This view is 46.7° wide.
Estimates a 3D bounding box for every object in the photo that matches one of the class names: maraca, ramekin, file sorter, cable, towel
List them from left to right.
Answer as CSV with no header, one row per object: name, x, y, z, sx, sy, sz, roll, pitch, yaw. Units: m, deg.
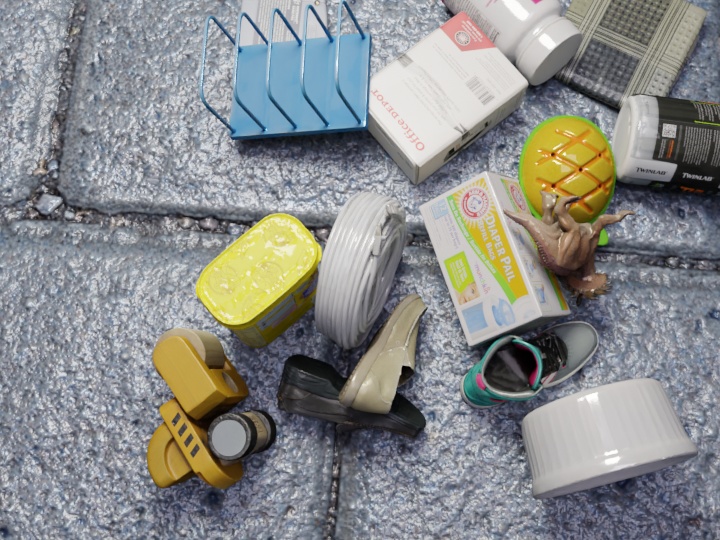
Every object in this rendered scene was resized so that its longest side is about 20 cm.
file sorter,-0.098,-0.266,1.104,0.199,0.123,0.139,-1,76,16
cable,0.000,0.000,1.059,0.069,0.200,0.201,19,99,10
maraca,0.282,-0.110,1.133,0.136,0.107,0.201,-1,92,-3
ramekin,0.292,0.204,1.011,0.200,0.201,0.098,-13,69,-3
towel,0.387,-0.336,1.228,0.192,0.035,0.201,28,80,10

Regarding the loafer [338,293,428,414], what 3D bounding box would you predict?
loafer,0.041,0.111,1.070,0.068,0.076,0.200,35,51,1

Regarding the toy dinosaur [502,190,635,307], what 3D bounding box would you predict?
toy dinosaur,0.260,-0.023,1.046,0.199,0.086,0.136,9,96,-38

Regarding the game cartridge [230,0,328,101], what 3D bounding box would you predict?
game cartridge,-0.114,-0.336,1.226,0.133,0.042,0.201,6,76,-2

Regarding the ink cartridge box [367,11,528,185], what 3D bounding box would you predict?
ink cartridge box,0.110,-0.241,1.175,0.200,0.083,0.147,-37,78,-8

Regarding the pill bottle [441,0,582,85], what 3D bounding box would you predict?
pill bottle,0.212,-0.366,1.183,0.113,0.113,0.200,-38,75,-8

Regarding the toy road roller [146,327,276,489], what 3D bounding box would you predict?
toy road roller,-0.214,0.185,1.057,0.146,0.123,0.200,-35,79,4

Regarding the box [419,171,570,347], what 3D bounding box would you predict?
box,0.174,-0.015,1.089,0.112,0.101,0.201,-28,74,31

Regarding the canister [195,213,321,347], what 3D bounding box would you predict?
canister,-0.118,0.022,1.052,0.148,0.200,0.087,-41,79,-9

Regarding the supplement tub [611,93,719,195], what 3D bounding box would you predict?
supplement tub,0.454,-0.169,1.135,0.199,0.123,0.123,8,76,3

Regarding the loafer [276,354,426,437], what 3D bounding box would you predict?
loafer,-0.013,0.178,1.089,0.199,0.073,0.073,22,106,4

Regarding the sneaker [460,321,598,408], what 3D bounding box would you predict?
sneaker,0.226,0.112,1.068,0.199,0.121,0.084,-26,78,-7
